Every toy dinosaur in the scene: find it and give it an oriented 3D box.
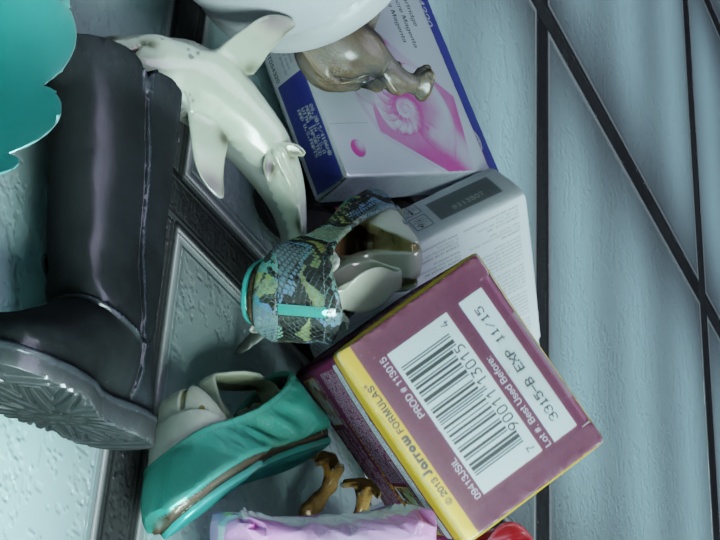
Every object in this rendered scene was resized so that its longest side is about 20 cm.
[{"bbox_3d":[-0.022,0.172,1.072,0.200,0.060,0.107,-29,138,-71],"label":"toy dinosaur"}]

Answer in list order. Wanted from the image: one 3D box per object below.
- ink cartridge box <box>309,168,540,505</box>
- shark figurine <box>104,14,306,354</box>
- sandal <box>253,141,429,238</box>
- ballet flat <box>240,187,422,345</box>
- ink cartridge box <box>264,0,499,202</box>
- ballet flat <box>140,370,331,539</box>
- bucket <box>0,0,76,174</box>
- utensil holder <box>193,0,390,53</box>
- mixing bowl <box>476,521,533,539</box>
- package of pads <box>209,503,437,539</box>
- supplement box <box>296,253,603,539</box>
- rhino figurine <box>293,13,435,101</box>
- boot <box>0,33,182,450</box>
[{"bbox_3d":[0.047,0.047,1.170,0.057,0.162,0.201,46,-26,43],"label":"ink cartridge box"},{"bbox_3d":[-0.078,-0.065,1.009,0.128,0.089,0.215,-39,112,-27],"label":"shark figurine"},{"bbox_3d":[0.012,-0.041,1.160,0.199,0.045,0.076,17,79,-39],"label":"sandal"},{"bbox_3d":[0.000,0.000,0.997,0.200,0.074,0.075,-40,116,-60],"label":"ballet flat"},{"bbox_3d":[0.016,-0.146,1.162,0.199,0.043,0.197,-7,70,-45],"label":"ink cartridge box"},{"bbox_3d":[-0.082,0.096,0.953,0.071,0.067,0.200,55,22,7],"label":"ballet flat"},{"bbox_3d":[-0.216,-0.113,0.624,0.207,0.134,0.208,39,45,-55],"label":"bucket"},{"bbox_3d":[-0.076,-0.243,0.975,0.200,0.169,0.171,33,50,-56],"label":"utensil holder"},{"bbox_3d":[0.054,0.267,1.102,0.200,0.108,0.201,-4,90,-66],"label":"mixing bowl"},{"bbox_3d":[-0.023,0.226,0.898,0.120,0.076,0.201,2,88,-27],"label":"package of pads"},{"bbox_3d":[0.046,0.081,1.002,0.131,0.103,0.200,55,-11,0],"label":"supplement box"},{"bbox_3d":[-0.013,-0.197,1.089,0.087,0.060,0.201,7,59,-31],"label":"rhino figurine"},{"bbox_3d":[-0.142,-0.026,0.829,0.165,0.065,0.201,53,39,-68],"label":"boot"}]
